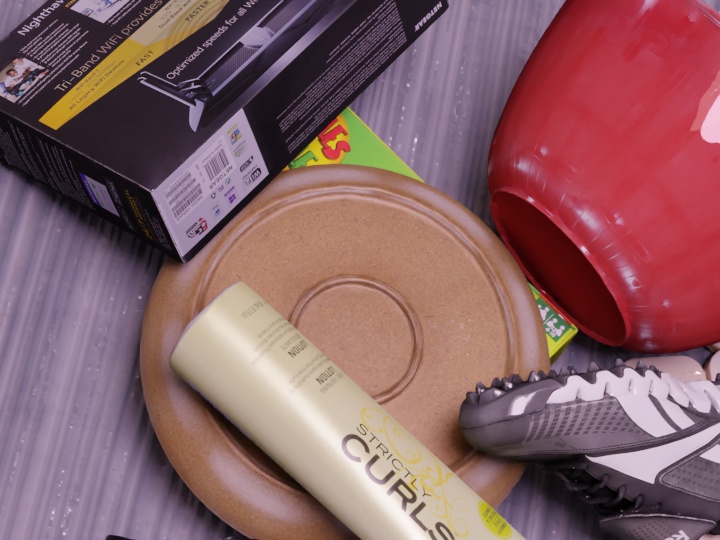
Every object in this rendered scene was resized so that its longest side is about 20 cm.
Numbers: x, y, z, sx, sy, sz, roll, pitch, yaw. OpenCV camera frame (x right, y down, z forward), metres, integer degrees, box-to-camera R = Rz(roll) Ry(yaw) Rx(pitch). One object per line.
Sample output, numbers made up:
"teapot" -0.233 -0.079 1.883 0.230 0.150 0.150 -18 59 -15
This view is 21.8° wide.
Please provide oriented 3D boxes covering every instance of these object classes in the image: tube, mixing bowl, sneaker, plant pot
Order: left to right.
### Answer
"plant pot" -0.004 0.037 0.880 0.198 0.028 0.202 4 67 -8
"tube" 0.005 0.087 0.819 0.200 0.052 0.058 42 74 8
"sneaker" 0.127 0.091 0.867 0.199 0.066 0.091 6 76 -41
"mixing bowl" 0.133 -0.034 0.898 0.108 0.200 0.200 -40 79 -13

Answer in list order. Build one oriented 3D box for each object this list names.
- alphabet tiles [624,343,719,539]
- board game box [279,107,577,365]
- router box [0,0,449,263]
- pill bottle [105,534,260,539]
"alphabet tiles" 0.231 0.095 0.954 0.194 0.015 0.202 -3 69 -10
"board game box" 0.000 0.000 0.936 0.200 0.048 0.101 45 68 9
"router box" -0.079 -0.112 0.928 0.157 0.052 0.200 28 62 37
"pill bottle" -0.026 0.181 0.822 0.198 0.112 0.113 14 66 -3
